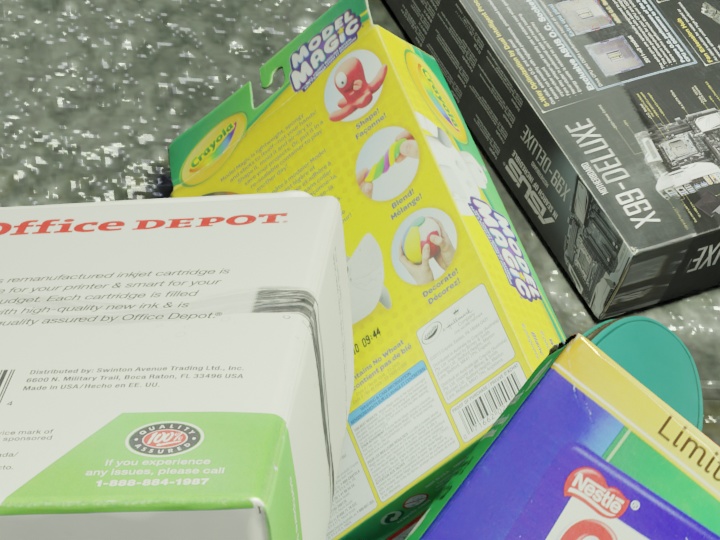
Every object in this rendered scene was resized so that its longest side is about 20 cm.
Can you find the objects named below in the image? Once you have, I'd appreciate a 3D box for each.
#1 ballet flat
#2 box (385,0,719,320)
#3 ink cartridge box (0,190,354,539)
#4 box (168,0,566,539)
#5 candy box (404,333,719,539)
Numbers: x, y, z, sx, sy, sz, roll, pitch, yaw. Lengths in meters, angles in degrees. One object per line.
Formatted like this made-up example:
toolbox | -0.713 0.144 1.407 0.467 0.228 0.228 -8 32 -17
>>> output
ballet flat | 0.083 0.092 0.866 0.067 0.071 0.200 30 33 -6
box | 0.124 -0.085 1.041 0.157 0.050 0.201 -17 60 -29
ink cartridge box | -0.083 0.056 0.752 0.144 0.085 0.200 -2 27 8
box | 0.000 0.000 0.886 0.048 0.117 0.201 21 39 -52
candy box | 0.069 0.150 0.724 0.169 0.077 0.200 38 82 -1
